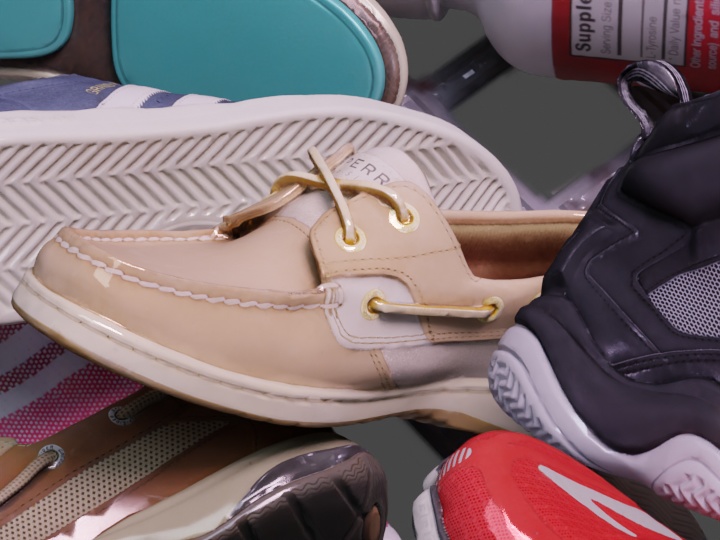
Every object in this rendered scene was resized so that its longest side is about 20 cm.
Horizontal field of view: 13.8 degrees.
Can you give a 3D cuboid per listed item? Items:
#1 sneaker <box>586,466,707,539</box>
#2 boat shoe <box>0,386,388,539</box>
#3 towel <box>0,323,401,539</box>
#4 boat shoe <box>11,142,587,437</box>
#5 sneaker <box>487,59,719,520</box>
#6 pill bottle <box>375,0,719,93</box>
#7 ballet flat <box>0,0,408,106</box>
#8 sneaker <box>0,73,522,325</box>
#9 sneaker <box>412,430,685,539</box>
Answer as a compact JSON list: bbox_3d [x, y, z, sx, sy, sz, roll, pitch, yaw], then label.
[{"bbox_3d":[0.032,0.135,0.725,0.080,0.115,0.200,36,27,-10],"label":"sneaker"},{"bbox_3d":[-0.091,0.083,0.771,0.199,0.076,0.074,-22,51,-23],"label":"boat shoe"},{"bbox_3d":[-0.090,0.060,0.839,0.146,0.030,0.200,-32,60,-16],"label":"towel"},{"bbox_3d":[0.000,0.000,0.786,0.199,0.070,0.074,7,17,-40],"label":"boat shoe"},{"bbox_3d":[0.129,0.013,0.706,0.199,0.075,0.115,20,95,29],"label":"sneaker"},{"bbox_3d":[0.100,-0.109,0.881,0.198,0.113,0.113,6,58,9],"label":"pill bottle"},{"bbox_3d":[-0.072,-0.084,0.912,0.199,0.070,0.070,14,60,15],"label":"ballet flat"},{"bbox_3d":[-0.051,-0.024,0.847,0.199,0.075,0.084,5,14,-29],"label":"sneaker"},{"bbox_3d":[0.105,0.089,0.654,0.199,0.085,0.077,35,31,9],"label":"sneaker"}]
